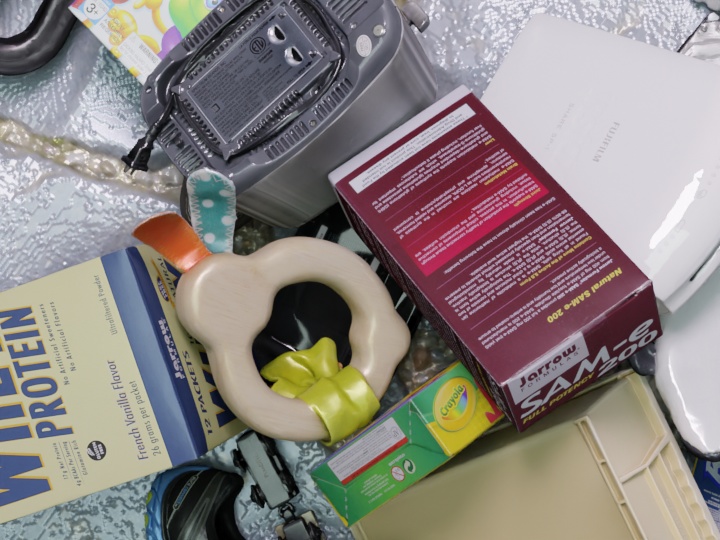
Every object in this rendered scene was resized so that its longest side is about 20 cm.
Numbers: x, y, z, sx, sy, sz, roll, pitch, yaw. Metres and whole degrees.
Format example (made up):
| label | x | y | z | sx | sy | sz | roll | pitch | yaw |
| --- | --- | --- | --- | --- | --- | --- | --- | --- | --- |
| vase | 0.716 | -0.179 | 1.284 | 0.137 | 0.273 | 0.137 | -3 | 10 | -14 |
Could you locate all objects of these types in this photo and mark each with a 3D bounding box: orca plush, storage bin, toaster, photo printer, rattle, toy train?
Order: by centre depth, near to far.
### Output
| label | x | y | z | sx | sy | sz | roll | pitch | yaw |
| --- | --- | --- | --- | --- | --- | --- | --- | --- | --- |
| rattle | -0.076 | 0.016 | 1.163 | 0.200 | 0.143 | 0.130 | 33 | 95 | -22 |
| toaster | -0.044 | -0.106 | 1.166 | 0.200 | 0.129 | 0.114 | -42 | 66 | 7 |
| photo printer | 0.162 | -0.068 | 1.190 | 0.200 | 0.069 | 0.167 | 24 | 79 | 37 |
| storage bin | 0.125 | 0.197 | 1.201 | 0.200 | 0.094 | 0.199 | -26 | 90 | 32 |
| orca plush | 0.214 | 0.033 | 1.209 | 0.105 | 0.071 | 0.200 | -19 | 69 | -4 |
| toy train | -0.033 | 0.201 | 1.278 | 0.034 | 0.046 | 0.200 | -27 | 88 | 3 |

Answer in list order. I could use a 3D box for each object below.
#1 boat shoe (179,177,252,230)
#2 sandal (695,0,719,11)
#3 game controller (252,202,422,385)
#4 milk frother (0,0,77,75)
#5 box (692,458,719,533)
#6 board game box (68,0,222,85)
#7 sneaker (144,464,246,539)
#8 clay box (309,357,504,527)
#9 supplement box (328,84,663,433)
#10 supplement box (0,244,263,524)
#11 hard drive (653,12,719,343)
| label | x | y | z | sx | sy | sz | roll | pitch | yaw |
| --- | --- | --- | --- | --- | --- | --- | --- | --- | --- |
| boat shoe | -0.059 | -0.106 | 1.266 | 0.067 | 0.057 | 0.200 | 40 | 93 | 2 |
| sandal | 0.302 | -0.184 | 1.241 | 0.202 | 0.083 | 0.050 | 32 | 50 | 4 |
| game controller | 0.000 | 0.000 | 1.280 | 0.104 | 0.042 | 0.200 | 27 | 93 | 18 |
| milk frother | -0.260 | -0.223 | 1.209 | 0.180 | 0.200 | 0.188 | 31 | 93 | -1 |
| box | 0.275 | 0.103 | 1.230 | 0.070 | 0.064 | 0.201 | 13 | 94 | -36 |
| board game box | -0.081 | -0.205 | 1.243 | 0.200 | 0.105 | 0.103 | -44 | 87 | 3 |
| sneaker | -0.095 | 0.232 | 1.269 | 0.082 | 0.071 | 0.200 | -10 | 88 | 10 |
| clay box | 0.068 | 0.080 | 1.183 | 0.048 | 0.200 | 0.115 | 53 | 133 | 3 |
| supplement box | 0.079 | -0.011 | 1.116 | 0.109 | 0.061 | 0.200 | -34 | 52 | -6 |
| supplement box | -0.187 | 0.073 | 1.198 | 0.199 | 0.200 | 0.135 | -19 | 90 | 11 |
| hard drive | 0.227 | -0.055 | 1.258 | 0.140 | 0.038 | 0.200 | 40 | 94 | 2 |
